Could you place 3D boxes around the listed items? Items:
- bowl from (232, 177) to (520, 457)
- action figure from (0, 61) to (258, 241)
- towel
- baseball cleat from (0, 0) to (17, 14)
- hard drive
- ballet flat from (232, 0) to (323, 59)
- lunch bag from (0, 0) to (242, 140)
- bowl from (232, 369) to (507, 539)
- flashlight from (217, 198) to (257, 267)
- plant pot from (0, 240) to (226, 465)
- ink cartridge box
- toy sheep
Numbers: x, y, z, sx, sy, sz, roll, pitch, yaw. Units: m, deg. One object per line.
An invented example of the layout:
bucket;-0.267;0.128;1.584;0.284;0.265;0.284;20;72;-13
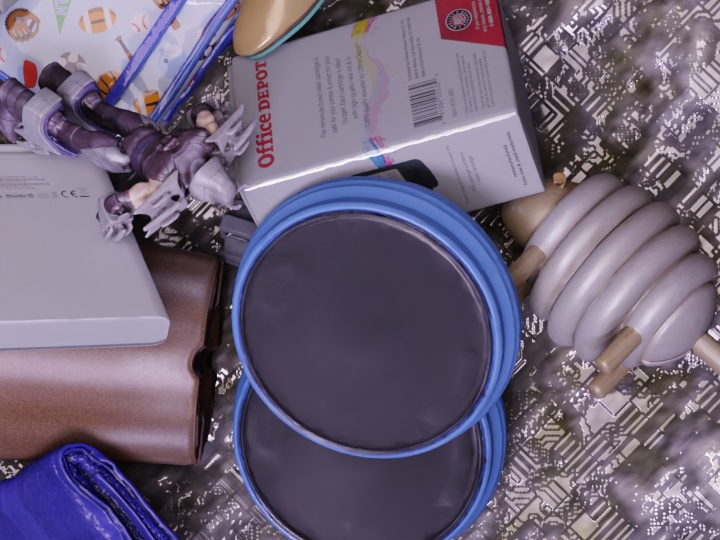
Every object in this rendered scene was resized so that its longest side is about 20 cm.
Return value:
bowl;0.007;0.036;1.616;0.201;0.039;0.201;6;114;14
action figure;-0.153;-0.084;1.632;0.200;0.069;0.130;27;50;31
towel;-0.203;0.201;1.692;0.148;0.050;0.200;54;141;-5
baseball cleat;-0.292;-0.172;1.676;0.106;0.070;0.200;-9;58;10
hard drive;-0.219;-0.019;1.614;0.132;0.200;0.027;-2;128;-23
ballet flat;-0.032;-0.238;1.710;0.200;0.069;0.063;-47;121;-15
lunch bag;-0.168;-0.194;1.748;0.160;0.076;0.200;36;95;6
bowl;0.003;0.117;1.697;0.201;0.039;0.201;4;108;12
flashlight;0.000;0.000;1.723;0.200;0.068;0.068;16;125;13
plant pot;-0.203;0.055;1.696;0.198;0.200;0.200;7;90;1
ink cartridge box;0.016;-0.104;1.677;0.200;0.083;0.146;-15;45;9
toy sheep;0.179;0.009;1.658;0.200;0.138;0.138;43;95;12
